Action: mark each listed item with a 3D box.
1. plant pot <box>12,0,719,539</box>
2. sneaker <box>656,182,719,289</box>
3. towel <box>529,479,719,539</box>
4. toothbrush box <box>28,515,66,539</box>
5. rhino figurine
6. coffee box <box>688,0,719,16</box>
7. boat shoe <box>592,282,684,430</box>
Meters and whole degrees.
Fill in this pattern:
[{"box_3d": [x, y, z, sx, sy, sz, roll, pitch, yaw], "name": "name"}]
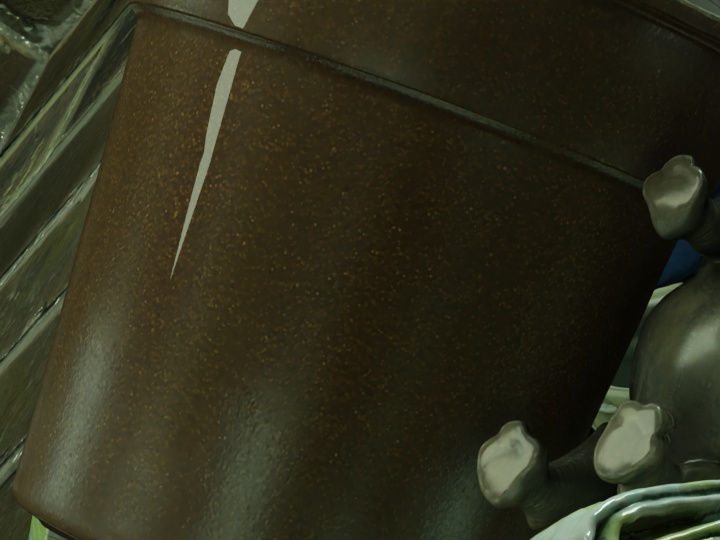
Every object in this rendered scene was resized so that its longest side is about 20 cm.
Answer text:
[{"box_3d": [0.000, 0.000, 0.859, 0.200, 0.199, 0.199, -157, 87, -77], "name": "plant pot"}, {"box_3d": [0.131, -0.049, 1.062, 0.199, 0.071, 0.083, -35, -4, -5], "name": "sneaker"}, {"box_3d": [0.070, 0.106, 0.767, 0.200, 0.170, 0.048, -41, 57, 48], "name": "towel"}, {"box_3d": [-0.045, 0.132, 0.992, 0.086, 0.145, 0.201, -132, 52, -78], "name": "toothbrush box"}, {"box_3d": [0.118, -0.001, 0.800, 0.060, 0.087, 0.201, 32, 87, 43], "name": "rhino figurine"}, {"box_3d": [0.120, -0.193, 1.206, 0.198, 0.199, 0.200, -53, 13, 14], "name": "coffee box"}, {"box_3d": [0.121, 0.034, 0.960, 0.072, 0.062, 0.200, -61, 14, -21], "name": "boat shoe"}]
